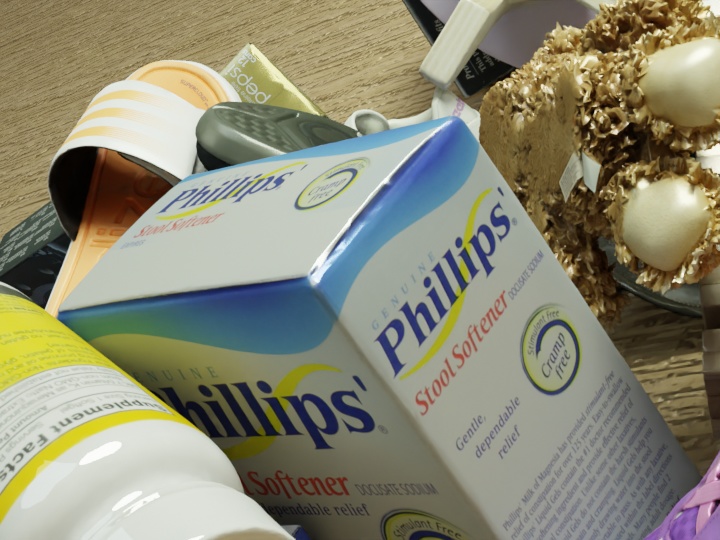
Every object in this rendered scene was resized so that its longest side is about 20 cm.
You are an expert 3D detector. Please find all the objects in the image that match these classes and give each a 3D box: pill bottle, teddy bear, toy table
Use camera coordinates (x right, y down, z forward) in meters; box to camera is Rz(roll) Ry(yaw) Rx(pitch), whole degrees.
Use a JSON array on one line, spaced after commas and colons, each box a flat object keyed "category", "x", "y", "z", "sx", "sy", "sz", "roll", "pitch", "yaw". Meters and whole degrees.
[{"category": "pill bottle", "x": -0.114, "y": 0.090, "z": 0.705, "sx": 0.114, "sy": 0.115, "sz": 0.200, "roll": -43, "pitch": 46, "yaw": -16}, {"category": "teddy bear", "x": 0.109, "y": -0.048, "z": 0.761, "sx": 0.066, "sy": 0.146, "sz": 0.200, "roll": 1, "pitch": -11, "yaw": -16}, {"category": "toy table", "x": 0.097, "y": -0.187, "z": 1.088, "sx": 0.117, "sy": 0.199, "sz": 0.185, "roll": -36, "pitch": -33, "yaw": -80}]

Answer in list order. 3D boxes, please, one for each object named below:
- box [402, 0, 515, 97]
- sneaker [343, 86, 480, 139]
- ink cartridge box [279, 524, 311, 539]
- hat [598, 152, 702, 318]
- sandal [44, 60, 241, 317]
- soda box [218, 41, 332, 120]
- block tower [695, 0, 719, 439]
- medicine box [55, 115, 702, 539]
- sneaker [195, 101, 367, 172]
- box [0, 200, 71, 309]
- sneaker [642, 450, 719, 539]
[{"category": "box", "x": 0.126, "y": -0.217, "z": 1.221, "sx": 0.199, "sy": 0.107, "sz": 0.148, "roll": -31, "pitch": 9, "yaw": 13}, {"category": "sneaker", "x": -0.004, "y": -0.041, "z": 1.114, "sx": 0.199, "sy": 0.100, "sz": 0.075, "roll": -29, "pitch": 25, "yaw": 22}, {"category": "ink cartridge box", "x": -0.062, "y": 0.202, "z": 0.722, "sx": 0.044, "sy": 0.094, "sz": 0.200, "roll": -10, "pitch": 34, "yaw": 47}, {"category": "hat", "x": 0.170, "y": -0.076, "z": 0.882, "sx": 0.200, "sy": 0.081, "sz": 0.201, "roll": -18, "pitch": 44, "yaw": 19}, {"category": "sandal", "x": -0.106, "y": -0.029, "z": 0.852, "sx": 0.079, "sy": 0.059, "sz": 0.207, "roll": -1, "pitch": 52, "yaw": 18}, {"category": "soda box", "x": -0.047, "y": -0.074, "z": 1.152, "sx": 0.068, "sy": 0.064, "sz": 0.200, "roll": -46, "pitch": -12, "yaw": 3}, {"category": "block tower", "x": 0.165, "y": -0.025, "z": 0.768, "sx": 0.054, "sy": 0.058, "sz": 0.201, "roll": -4, "pitch": 56, "yaw": 13}, {"category": "medicine box", "x": 0.006, "y": 0.053, "z": 0.773, "sx": 0.182, "sy": 0.200, "sz": 0.103, "roll": -8, "pitch": 35, "yaw": 50}, {"category": "sneaker", "x": 0.000, "y": 0.000, "z": 0.872, "sx": 0.115, "sy": 0.199, "sz": 0.076, "roll": -58, "pitch": 24, "yaw": 19}, {"category": "box", "x": -0.096, "y": 0.010, "z": 1.019, "sx": 0.200, "sy": 0.160, "sz": 0.044, "roll": -25, "pitch": 36, "yaw": 51}, {"category": "sneaker", "x": 0.153, "y": 0.073, "z": 0.667, "sx": 0.200, "sy": 0.089, "sz": 0.081, "roll": -33, "pitch": 24, "yaw": 13}]
